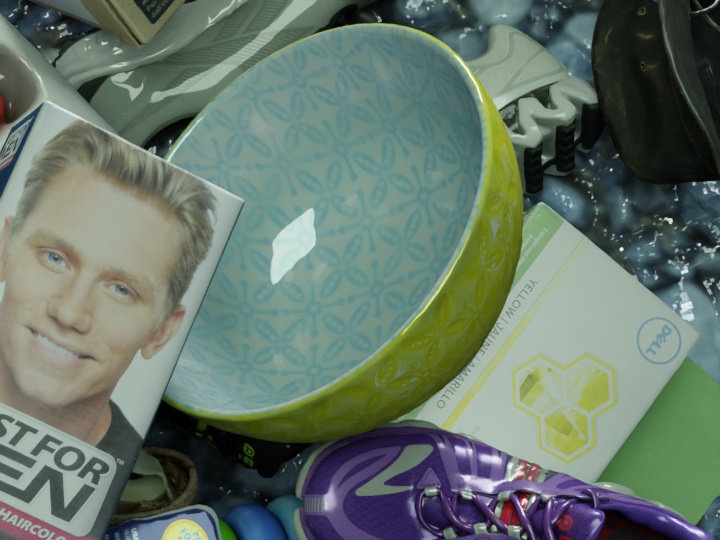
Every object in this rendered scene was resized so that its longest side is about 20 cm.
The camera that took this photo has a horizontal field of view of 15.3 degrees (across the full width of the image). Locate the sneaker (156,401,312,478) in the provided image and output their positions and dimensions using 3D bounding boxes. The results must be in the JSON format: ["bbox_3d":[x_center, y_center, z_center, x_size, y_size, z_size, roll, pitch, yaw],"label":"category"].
[{"bbox_3d":[-0.063,0.058,1.291,0.199,0.071,0.083,0,67,-4],"label":"sneaker"}]

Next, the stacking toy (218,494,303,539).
[{"bbox_3d":[-0.073,0.143,1.228,0.199,0.085,0.086,-3,72,-23],"label":"stacking toy"}]

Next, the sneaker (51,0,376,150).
[{"bbox_3d":[-0.052,-0.113,1.349,0.199,0.074,0.080,-25,86,-3],"label":"sneaker"}]

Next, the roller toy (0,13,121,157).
[{"bbox_3d":[-0.197,-0.020,1.244,0.182,0.200,0.140,-44,96,4],"label":"roller toy"}]

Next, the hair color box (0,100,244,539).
[{"bbox_3d":[-0.136,0.041,1.129,0.100,0.060,0.201,26,73,-15],"label":"hair color box"}]

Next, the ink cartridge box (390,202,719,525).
[{"bbox_3d":[0.115,0.087,1.274,0.200,0.048,0.146,39,76,-3],"label":"ink cartridge box"}]

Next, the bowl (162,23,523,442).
[{"bbox_3d":[0.000,0.000,1.209,0.199,0.108,0.201,-20,52,27],"label":"bowl"}]

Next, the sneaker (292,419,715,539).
[{"bbox_3d":[0.070,0.110,1.194,0.199,0.083,0.081,9,80,-11],"label":"sneaker"}]

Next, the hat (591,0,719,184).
[{"bbox_3d":[0.161,-0.097,1.316,0.081,0.200,0.202,-14,71,29],"label":"hat"}]

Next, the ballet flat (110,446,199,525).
[{"bbox_3d":[-0.159,0.095,1.231,0.199,0.067,0.068,8,41,-40],"label":"ballet flat"}]

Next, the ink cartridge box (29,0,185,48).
[{"bbox_3d":[-0.130,-0.213,1.317,0.200,0.075,0.165,24,69,45],"label":"ink cartridge box"}]

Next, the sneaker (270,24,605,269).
[{"bbox_3d":[0.024,-0.052,1.331,0.200,0.075,0.081,-31,68,-17],"label":"sneaker"}]

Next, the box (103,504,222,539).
[{"bbox_3d":[-0.147,0.180,1.150,0.199,0.032,0.122,-12,77,-5],"label":"box"}]
